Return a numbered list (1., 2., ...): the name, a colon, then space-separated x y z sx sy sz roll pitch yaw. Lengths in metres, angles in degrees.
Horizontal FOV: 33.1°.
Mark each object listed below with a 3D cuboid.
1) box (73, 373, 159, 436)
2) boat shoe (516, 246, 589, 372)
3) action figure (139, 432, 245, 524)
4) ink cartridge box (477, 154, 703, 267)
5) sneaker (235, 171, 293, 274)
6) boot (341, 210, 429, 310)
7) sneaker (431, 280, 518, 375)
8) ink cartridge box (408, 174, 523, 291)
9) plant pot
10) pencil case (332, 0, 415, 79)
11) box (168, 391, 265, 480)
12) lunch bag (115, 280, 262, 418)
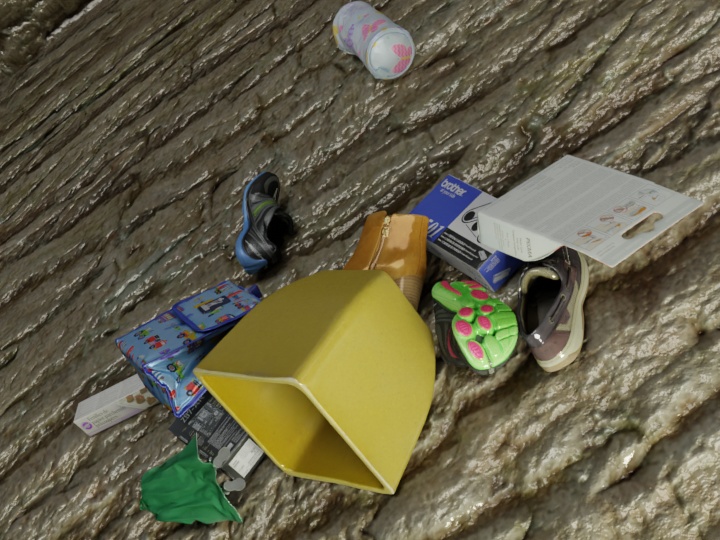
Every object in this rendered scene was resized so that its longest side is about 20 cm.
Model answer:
1. box: -0.332 0.183 1.763 0.199 0.039 0.042 -27 35 24
2. boat shoe: 0.206 0.019 1.333 0.072 0.065 0.201 -24 36 30
3. action figure: -0.220 0.270 1.500 0.055 0.119 0.200 -22 -2 -44
4. ink cartridge box: 0.254 -0.055 1.347 0.160 0.048 0.200 -31 38 -29
5. sneaker: -0.137 -0.073 1.833 0.082 0.071 0.200 -15 40 16
6. boot: 0.000 0.000 1.546 0.200 0.071 0.145 -7 66 33
7. sneaker: 0.127 0.073 1.341 0.076 0.084 0.200 -4 18 -5
8. ink cartridge box: 0.137 -0.050 1.511 0.094 0.044 0.200 -45 31 -5
9. plant pot: -0.027 0.107 1.382 0.195 0.195 0.200 1 47 48
10. pencil case: 0.019 -0.381 1.995 0.091 0.083 0.200 -47 32 4
11. box: -0.142 0.163 1.572 0.200 0.044 0.160 -52 33 -14
12. lunch bag: -0.212 0.089 1.643 0.200 0.094 0.150 -37 23 -16
